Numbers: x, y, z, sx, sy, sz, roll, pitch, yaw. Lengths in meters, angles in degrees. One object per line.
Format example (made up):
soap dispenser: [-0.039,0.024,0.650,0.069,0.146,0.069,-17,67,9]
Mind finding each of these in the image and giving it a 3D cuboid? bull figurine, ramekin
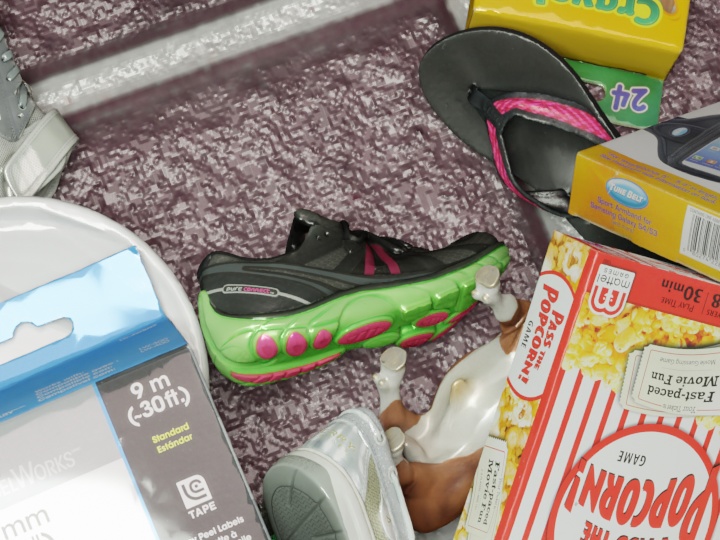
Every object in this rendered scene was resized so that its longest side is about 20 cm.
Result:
bull figurine: [0.080,0.057,1.055,0.200,0.122,0.065,-46,51,-8]
ramekin: [-0.179,0.069,1.035,0.200,0.094,0.205,1,78,-5]

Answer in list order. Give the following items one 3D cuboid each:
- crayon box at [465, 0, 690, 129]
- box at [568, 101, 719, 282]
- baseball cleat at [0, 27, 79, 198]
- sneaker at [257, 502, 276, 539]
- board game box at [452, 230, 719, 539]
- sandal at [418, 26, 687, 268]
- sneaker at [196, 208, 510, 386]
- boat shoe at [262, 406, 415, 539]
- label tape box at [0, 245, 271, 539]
crayon box: [0.134,-0.194,1.155,0.124,0.052,0.202,10,75,-1]
box: [0.221,-0.051,1.062,0.119,0.042,0.199,27,35,37]
baseball cleat: [-0.209,-0.107,1.105,0.105,0.070,0.202,6,84,-9]
sneaker: [-0.101,0.199,1.018,0.199,0.078,0.086,-29,79,-12]
board game box: [0.138,0.095,1.012,0.150,0.046,0.202,13,99,-28]
sandal: [0.114,-0.063,1.106,0.200,0.045,0.075,43,118,5]
sneaker: [0.000,0.000,1.052,0.199,0.077,0.084,-11,66,-37]
boat shoe: [0.010,0.168,1.002,0.065,0.074,0.203,-39,121,-37]
label tape box: [-0.135,0.099,0.951,0.142,0.066,0.202,-22,82,-10]
